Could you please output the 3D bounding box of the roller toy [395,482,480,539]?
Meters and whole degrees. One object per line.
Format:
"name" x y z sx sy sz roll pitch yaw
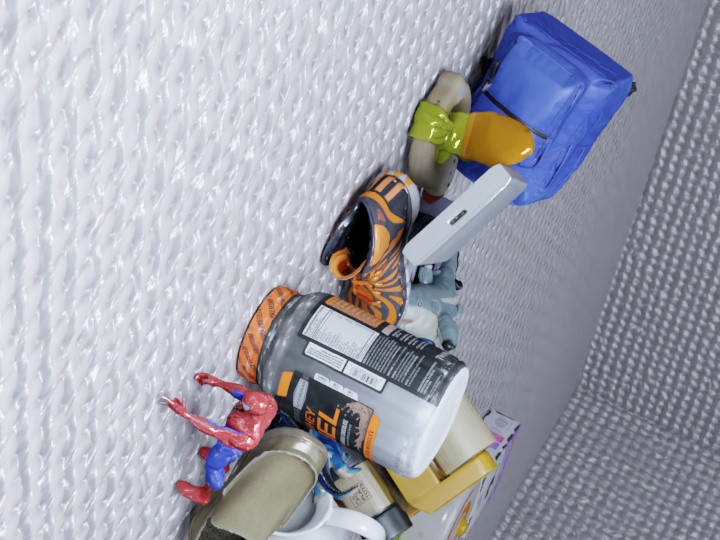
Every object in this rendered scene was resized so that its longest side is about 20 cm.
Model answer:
"roller toy" 0.103 0.367 2.438 0.201 0.139 0.183 -59 165 -26

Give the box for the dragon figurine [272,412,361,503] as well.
"dragon figurine" -0.051 0.168 1.557 0.059 0.100 0.200 -34 -167 2

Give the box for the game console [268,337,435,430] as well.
"game console" -0.007 0.159 1.744 0.172 0.117 0.201 -57 163 -23

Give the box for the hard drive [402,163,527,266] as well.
"hard drive" 0.113 -0.057 1.651 0.132 0.027 0.200 -43 174 9

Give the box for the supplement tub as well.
"supplement tub" -0.008 0.100 1.487 0.123 0.198 0.123 -57 163 -27

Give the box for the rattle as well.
"rattle" 0.129 -0.123 1.757 0.201 0.141 0.131 80 18 -55

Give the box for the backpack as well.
"backpack" 0.190 -0.181 1.844 0.167 0.162 0.201 -17 144 -59

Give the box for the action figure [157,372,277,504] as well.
"action figure" -0.136 0.135 1.391 0.066 0.098 0.200 -59 -174 -33

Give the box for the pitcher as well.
"pitcher" -0.053 0.284 1.686 0.201 0.170 0.122 87 27 -60

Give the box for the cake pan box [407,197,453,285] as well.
"cake pan box" 0.047 0.025 1.867 0.184 0.052 0.202 -48 157 -55

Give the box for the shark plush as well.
"shark plush" 0.088 0.022 1.794 0.200 0.090 0.084 -41 122 -47

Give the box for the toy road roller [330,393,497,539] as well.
"toy road roller" 0.057 0.213 1.764 0.199 0.124 0.146 -36 169 10

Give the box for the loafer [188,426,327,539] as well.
"loafer" -0.098 0.221 1.487 0.200 0.075 0.068 -49 -159 37

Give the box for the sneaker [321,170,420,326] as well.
"sneaker" 0.000 0.000 1.638 0.112 0.077 0.202 -40 142 -49

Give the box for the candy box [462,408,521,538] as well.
"candy box" 0.226 0.390 3.049 0.200 0.071 0.169 -43 154 -58
